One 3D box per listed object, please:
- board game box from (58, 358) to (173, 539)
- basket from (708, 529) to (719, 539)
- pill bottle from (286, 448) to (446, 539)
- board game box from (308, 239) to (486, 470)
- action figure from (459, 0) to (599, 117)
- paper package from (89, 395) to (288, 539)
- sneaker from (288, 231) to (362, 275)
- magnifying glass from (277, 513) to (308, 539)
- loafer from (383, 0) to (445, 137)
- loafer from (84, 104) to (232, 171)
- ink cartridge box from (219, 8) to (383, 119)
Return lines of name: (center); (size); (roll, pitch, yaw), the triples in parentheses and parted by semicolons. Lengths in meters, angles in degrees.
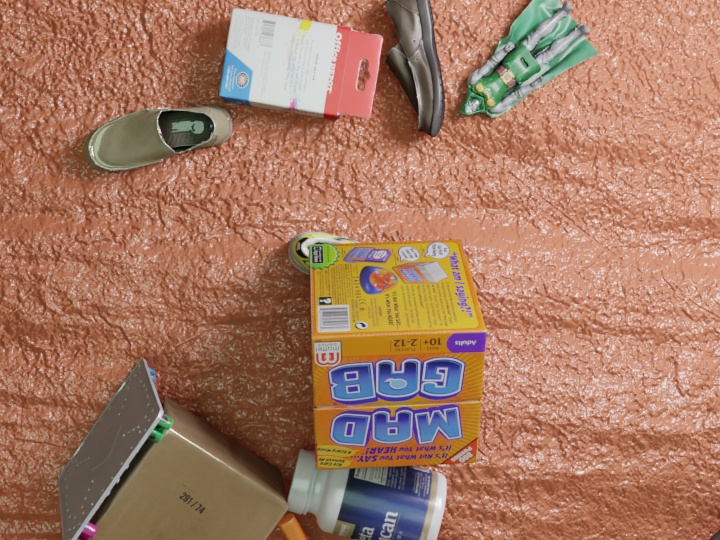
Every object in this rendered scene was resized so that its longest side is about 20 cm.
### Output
board game box: (-0.313, 0.229, 1.277); (0.026, 0.200, 0.201); (35, 91, -23)
basket: (0.543, 0.390, 1.353); (0.180, 0.136, 0.200); (39, 86, -7)
pill bottle: (0.006, 0.300, 1.331); (0.198, 0.111, 0.112); (14, 91, -1)
board game box: (0.038, 0.100, 1.247); (0.198, 0.201, 0.201); (-2, 123, -2)
action figure: (0.212, -0.273, 1.352); (0.200, 0.055, 0.118); (-41, 96, 4)
paper package: (-0.223, 0.301, 1.302); (0.199, 0.103, 0.191); (35, 96, -17)
sneaker: (0.000, 0.000, 1.338); (0.198, 0.076, 0.076); (13, 90, -4)
magnifying glass: (-0.057, 0.405, 1.346); (0.079, 0.022, 0.201); (-24, 112, 3)
loafer: (0.070, -0.274, 1.341); (0.070, 0.073, 0.202); (-8, 88, 8)
loafer: (-0.268, -0.180, 1.323); (0.198, 0.068, 0.076); (-16, 93, -2)
ink cartridge box: (-0.077, -0.266, 1.329); (0.198, 0.067, 0.117); (10, 92, -3)
